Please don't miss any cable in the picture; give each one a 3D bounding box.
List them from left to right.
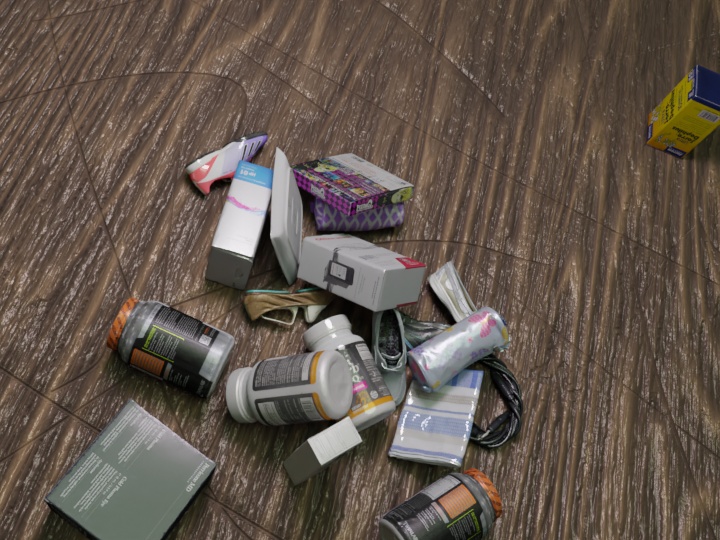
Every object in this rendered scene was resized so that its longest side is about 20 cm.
[{"bbox_3d":[0.248,0.243,1.486,0.162,0.051,0.201,17,59,-6],"label":"cable"}]

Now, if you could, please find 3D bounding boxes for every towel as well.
[{"bbox_3d":[0.143,0.268,1.412,0.146,0.024,0.201,3,54,28],"label":"towel"}]

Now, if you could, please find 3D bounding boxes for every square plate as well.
[{"bbox_3d":[-0.139,-0.101,1.456,0.028,0.198,0.202,-2,63,4],"label":"square plate"}]

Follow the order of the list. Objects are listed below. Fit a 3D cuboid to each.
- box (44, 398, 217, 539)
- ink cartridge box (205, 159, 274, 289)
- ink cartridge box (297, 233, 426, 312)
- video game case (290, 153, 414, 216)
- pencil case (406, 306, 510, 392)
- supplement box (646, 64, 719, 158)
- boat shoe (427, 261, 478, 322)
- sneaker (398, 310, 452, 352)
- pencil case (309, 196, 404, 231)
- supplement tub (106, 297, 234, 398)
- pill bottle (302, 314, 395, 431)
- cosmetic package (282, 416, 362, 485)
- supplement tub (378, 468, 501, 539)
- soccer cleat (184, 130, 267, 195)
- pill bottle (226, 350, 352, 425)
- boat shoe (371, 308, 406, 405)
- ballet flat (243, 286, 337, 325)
[{"bbox_3d":[-0.366,0.350,1.216,0.182,0.104,0.200,36,60,4],"label":"box"},{"bbox_3d":[-0.229,-0.085,1.448,0.084,0.145,0.201,15,61,-9],"label":"ink cartridge box"},{"bbox_3d":[0.000,0.000,1.432,0.199,0.084,0.145,22,17,33],"label":"ink cartridge box"},{"bbox_3d":[-0.021,-0.181,1.545,0.180,0.036,0.199,-19,39,-40],"label":"video game case"},{"bbox_3d":[0.186,0.150,1.430,0.199,0.083,0.091,-28,87,-13],"label":"pencil case"},{"bbox_3d":[0.826,-0.395,1.892,0.109,0.200,0.110,20,60,-6],"label":"supplement box"},{"bbox_3d":[0.218,0.074,1.535,0.065,0.074,0.202,-41,67,13],"label":"boat shoe"},{"bbox_3d":[0.121,0.137,1.499,0.198,0.073,0.083,13,78,-4],"label":"sneaker"},{"bbox_3d":[-0.006,-0.125,1.578,0.198,0.085,0.085,-1,102,-18],"label":"pencil case"},{"bbox_3d":[-0.332,0.132,1.322,0.199,0.123,0.123,26,60,-4],"label":"supplement tub"},{"bbox_3d":[-0.025,0.191,1.391,0.116,0.117,0.201,-20,72,-24],"label":"pill bottle"},{"bbox_3d":[-0.068,0.309,1.271,0.082,0.200,0.051,-23,75,-25],"label":"cosmetic package"},{"bbox_3d":[0.141,0.436,1.309,0.199,0.123,0.123,-23,73,-25],"label":"supplement tub"},{"bbox_3d":[-0.267,-0.227,1.562,0.199,0.068,0.074,-34,102,-32],"label":"soccer cleat"},{"bbox_3d":[-0.123,0.206,1.298,0.198,0.116,0.117,-10,60,23],"label":"pill bottle"},{"bbox_3d":[0.052,0.161,1.421,0.069,0.072,0.203,-4,91,-3],"label":"boat shoe"},{"bbox_3d":[-0.127,0.068,1.456,0.198,0.068,0.073,-5,86,-20],"label":"ballet flat"}]
